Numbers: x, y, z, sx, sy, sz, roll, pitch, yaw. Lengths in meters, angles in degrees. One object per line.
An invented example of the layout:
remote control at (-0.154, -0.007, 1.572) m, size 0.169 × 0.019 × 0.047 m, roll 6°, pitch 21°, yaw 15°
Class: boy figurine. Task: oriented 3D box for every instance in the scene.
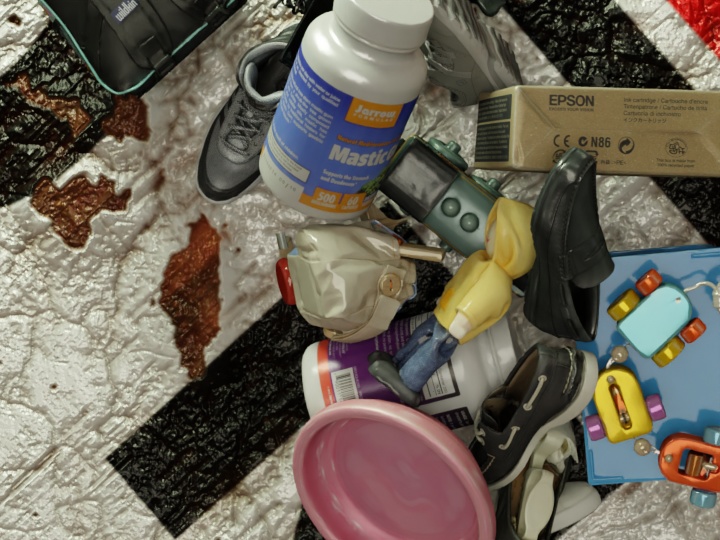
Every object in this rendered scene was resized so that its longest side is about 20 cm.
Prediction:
boy figurine at (0.089, 0.026, 1.420) m, size 0.064 × 0.124 × 0.200 m, roll 36°, pitch 102°, yaw -8°

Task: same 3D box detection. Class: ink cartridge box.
ink cartridge box at (0.211, -0.121, 1.442) m, size 0.198 × 0.165 × 0.076 m, roll 1°, pitch 94°, yaw -8°

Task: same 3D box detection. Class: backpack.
backpack at (-0.216, -0.283, 1.514) m, size 0.176 × 0.153 × 0.200 m, roll -41°, pitch 99°, yaw 8°

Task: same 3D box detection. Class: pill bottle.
pill bottle at (0.051, 0.100, 1.536) m, size 0.198 × 0.112 × 0.113 m, roll -15°, pitch 93°, yaw 9°
pill bottle at (-0.008, -0.152, 1.411) m, size 0.111 × 0.112 × 0.201 m, roll 27°, pitch 127°, yaw 4°

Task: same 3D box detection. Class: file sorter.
file sorter at (0.270, 0.080, 1.498) m, size 0.137 × 0.123 × 0.202 m, roll -5°, pitch 95°, yaw 9°

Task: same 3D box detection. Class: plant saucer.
plant saucer at (0.035, 0.193, 1.461) m, size 0.199 × 0.051 × 0.202 m, roll 17°, pitch 129°, yaw 22°

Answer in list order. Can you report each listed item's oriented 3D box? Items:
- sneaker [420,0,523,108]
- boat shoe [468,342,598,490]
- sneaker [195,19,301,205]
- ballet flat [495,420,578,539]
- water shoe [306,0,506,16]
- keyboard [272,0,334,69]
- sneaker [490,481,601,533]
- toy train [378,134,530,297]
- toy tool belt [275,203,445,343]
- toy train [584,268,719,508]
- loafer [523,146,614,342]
sneaker at (0.072, -0.203, 1.476) m, size 0.082 × 0.200 × 0.075 m, roll -27°, pitch 48°, yaw 20°
boat shoe at (0.135, 0.129, 1.454) m, size 0.060 × 0.074 × 0.200 m, roll 17°, pitch 142°, yaw -19°
sneaker at (-0.100, -0.148, 1.531) m, size 0.075 × 0.114 × 0.201 m, roll 35°, pitch 99°, yaw 4°
ballet flat at (0.167, 0.183, 1.502) m, size 0.067 × 0.068 × 0.201 m, roll 19°, pitch 61°, yaw -11°
water shoe at (0.036, -0.253, 1.522) m, size 0.198 × 0.071 × 0.080 m, roll -11°, pitch 92°, yaw 9°
keyboard at (-0.011, -0.266, 1.475) m, size 0.104 × 0.040 × 0.201 m, roll 31°, pitch 88°, yaw -30°
sneaker at (0.125, 0.213, 1.556) m, size 0.198 × 0.073 × 0.085 m, roll -12°, pitch 96°, yaw 10°
toy train at (0.099, -0.050, 1.513) m, size 0.200 × 0.114 × 0.085 m, roll 40°, pitch 100°, yaw 3°
toy tool belt at (0.000, 0.000, 1.511) m, size 0.122 × 0.200 × 0.126 m, roll -14°, pitch 93°, yaw -14°
toy train at (0.273, 0.096, 1.413) m, size 0.149 × 0.056 × 0.202 m, roll 7°, pitch 100°, yaw 6°
loafer at (0.181, -0.018, 1.367) m, size 0.070 × 0.068 × 0.202 m, roll 26°, pitch 142°, yaw 24°
